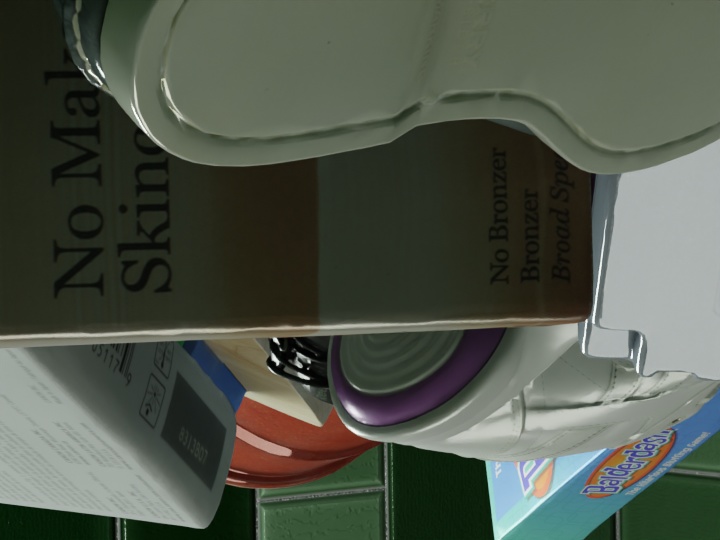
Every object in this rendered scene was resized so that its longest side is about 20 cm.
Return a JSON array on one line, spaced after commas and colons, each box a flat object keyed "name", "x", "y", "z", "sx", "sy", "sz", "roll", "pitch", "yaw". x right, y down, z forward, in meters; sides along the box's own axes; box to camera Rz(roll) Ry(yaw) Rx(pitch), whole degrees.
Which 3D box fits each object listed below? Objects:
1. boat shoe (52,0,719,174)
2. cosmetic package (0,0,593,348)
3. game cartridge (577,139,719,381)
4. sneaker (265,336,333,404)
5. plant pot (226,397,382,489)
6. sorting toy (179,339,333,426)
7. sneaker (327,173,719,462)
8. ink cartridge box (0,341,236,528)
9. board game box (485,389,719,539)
[{"name": "boat shoe", "x": 0.021, "y": -0.062, "z": 0.461, "sx": 0.199, "sy": 0.073, "sz": 0.062, "roll": -7, "pitch": -143, "yaw": -44}, {"name": "cosmetic package", "x": -0.055, "y": -0.034, "z": 0.530, "sx": 0.198, "sy": 0.104, "sz": 0.087, "roll": -3, "pitch": 180, "yaw": -14}, {"name": "game cartridge", "x": 0.157, "y": -0.029, "z": 0.576, "sx": 0.198, "sy": 0.134, "sz": 0.042, "roll": 2, "pitch": -143, "yaw": -1}, {"name": "sneaker", "x": 0.000, "y": 0.000, "z": 0.792, "sx": 0.075, "sy": 0.092, "sz": 0.200, "roll": 16, "pitch": 178, "yaw": 7}, {"name": "plant pot", "x": 0.003, "y": -0.008, "z": 1.067, "sx": 0.199, "sy": 0.203, "sz": 0.195, "roll": -2, "pitch": 174, "yaw": -33}, {"name": "sorting toy", "x": -0.128, "y": 0.009, "z": 0.888, "sx": 0.199, "sy": 0.070, "sz": 0.199, "roll": 22, "pitch": 166, "yaw": 20}, {"name": "sneaker", "x": 0.089, "y": 0.001, "z": 0.697, "sx": 0.199, "sy": 0.075, "sz": 0.099, "roll": -24, "pitch": 149, "yaw": 28}, {"name": "ink cartridge box", "x": -0.156, "y": 0.025, "z": 0.734, "sx": 0.198, "sy": 0.057, "sz": 0.163, "roll": 8, "pitch": 159, "yaw": 20}, {"name": "board game box", "x": 0.114, "y": 0.018, "z": 1.073, "sx": 0.045, "sy": 0.153, "sz": 0.200, "roll": 8, "pitch": 148, "yaw": -23}]
